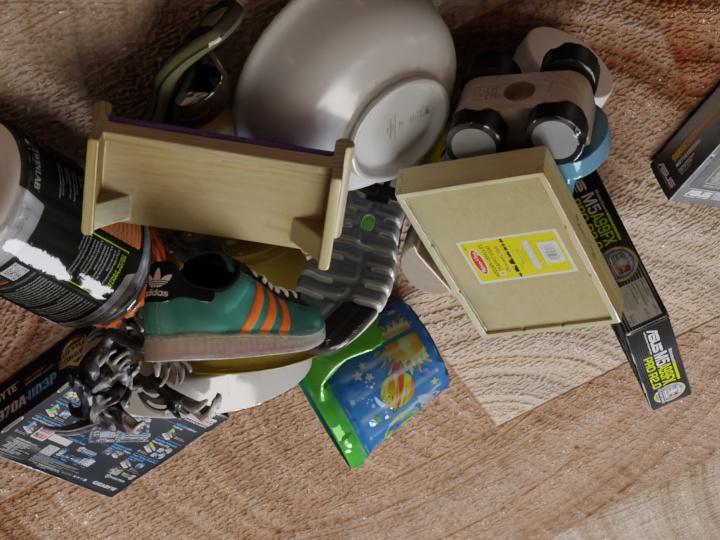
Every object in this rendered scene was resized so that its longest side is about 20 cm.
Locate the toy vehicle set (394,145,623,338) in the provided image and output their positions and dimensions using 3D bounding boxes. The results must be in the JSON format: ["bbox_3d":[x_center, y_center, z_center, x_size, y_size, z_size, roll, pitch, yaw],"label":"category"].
[{"bbox_3d":[0.121,-0.018,1.595,0.123,0.027,0.200,-7,141,23],"label":"toy vehicle set"}]

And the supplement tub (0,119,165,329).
[{"bbox_3d":[-0.250,-0.030,1.588,0.122,0.123,0.200,-33,145,17],"label":"supplement tub"}]

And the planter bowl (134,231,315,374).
[{"bbox_3d":[-0.108,0.009,1.715,0.199,0.200,0.084,-9,114,-19],"label":"planter bowl"}]

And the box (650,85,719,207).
[{"bbox_3d":[0.397,-0.124,1.901,0.199,0.049,0.159,4,138,-35],"label":"box"}]

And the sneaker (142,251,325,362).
[{"bbox_3d":[-0.091,0.025,1.522,0.071,0.081,0.199,-2,180,32],"label":"sneaker"}]

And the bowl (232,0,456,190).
[{"bbox_3d":[0.006,-0.133,1.567,0.200,0.090,0.202,-28,143,-23],"label":"bowl"}]

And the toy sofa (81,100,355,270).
[{"bbox_3d":[-0.108,-0.071,1.511,0.198,0.098,0.083,9,121,0],"label":"toy sofa"}]

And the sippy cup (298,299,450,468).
[{"bbox_3d":[0.011,0.100,1.934,0.130,0.140,0.178,-31,-168,-4],"label":"sippy cup"}]

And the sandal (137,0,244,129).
[{"bbox_3d":[-0.128,-0.136,1.541,0.057,0.080,0.201,34,139,-1],"label":"sandal"}]

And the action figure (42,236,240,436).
[{"bbox_3d":[-0.159,0.069,1.590,0.200,0.102,0.119,-52,160,-4],"label":"action figure"}]

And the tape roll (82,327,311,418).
[{"bbox_3d":[-0.140,0.071,1.741,0.201,0.203,0.037,-11,111,-17],"label":"tape roll"}]

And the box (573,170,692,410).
[{"bbox_3d":[0.239,0.008,1.858,0.044,0.201,0.160,-24,146,4],"label":"box"}]

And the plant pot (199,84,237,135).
[{"bbox_3d":[-0.046,-0.105,1.688,0.199,0.028,0.201,-16,148,-10],"label":"plant pot"}]

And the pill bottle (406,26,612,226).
[{"bbox_3d":[0.127,-0.105,1.706,0.112,0.113,0.200,4,135,-35],"label":"pill bottle"}]

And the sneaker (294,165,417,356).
[{"bbox_3d":[0.000,0.000,1.692,0.075,0.201,0.116,20,156,8],"label":"sneaker"}]

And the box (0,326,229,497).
[{"bbox_3d":[-0.245,0.136,1.899,0.159,0.046,0.200,-35,145,19],"label":"box"}]

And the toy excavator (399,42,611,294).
[{"bbox_3d":[0.112,-0.067,1.616,0.193,0.100,0.201,-3,129,17],"label":"toy excavator"}]
